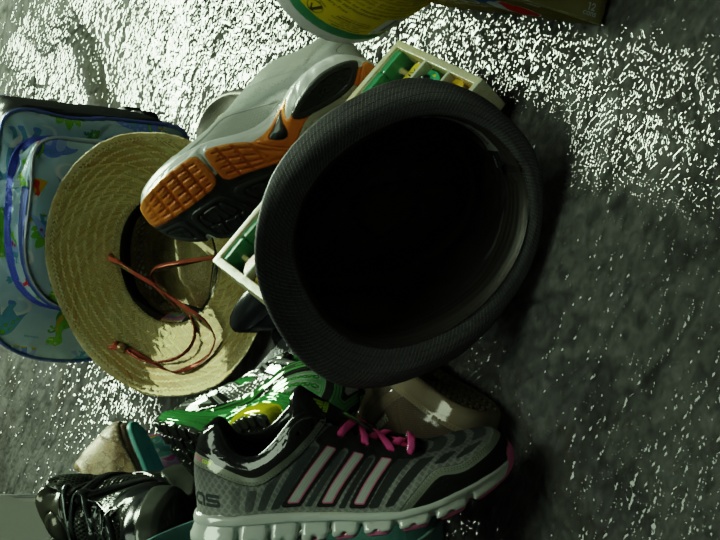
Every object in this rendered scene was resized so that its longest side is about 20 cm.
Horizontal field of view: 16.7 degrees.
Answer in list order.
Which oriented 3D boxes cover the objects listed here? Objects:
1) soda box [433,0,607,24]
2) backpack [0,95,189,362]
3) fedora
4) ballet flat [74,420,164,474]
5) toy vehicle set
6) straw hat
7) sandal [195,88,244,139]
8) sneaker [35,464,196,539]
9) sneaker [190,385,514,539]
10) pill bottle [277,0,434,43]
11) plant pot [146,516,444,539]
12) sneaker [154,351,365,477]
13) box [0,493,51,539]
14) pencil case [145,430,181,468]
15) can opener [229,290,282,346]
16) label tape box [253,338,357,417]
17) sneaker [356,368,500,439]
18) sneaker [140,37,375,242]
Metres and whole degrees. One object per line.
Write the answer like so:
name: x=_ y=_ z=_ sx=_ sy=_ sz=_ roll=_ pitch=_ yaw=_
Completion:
soda box: x=0.084 y=-0.203 z=1.583 sx=0.200 sy=0.067 sz=0.064 roll=20 pitch=95 yaw=61
backpack: x=-0.230 y=-0.028 z=1.949 sx=0.147 sy=0.182 sz=0.201 roll=26 pitch=108 yaw=60
fedora: x=0.013 y=-0.029 z=1.511 sx=0.200 sy=0.177 sz=0.090 roll=-39 pitch=21 yaw=-12
ballet flat: x=-0.150 y=0.204 z=1.749 sx=0.065 sy=0.070 sz=0.201 roll=-31 pitch=64 yaw=11
toy vehicle set: x=-0.003 y=-0.057 z=1.617 sx=0.200 sy=0.027 sz=0.124 roll=-50 pitch=31 yaw=-5
straw hat: x=-0.138 y=-0.011 z=1.863 sx=0.200 sy=0.085 sz=0.202 roll=4 pitch=102 yaw=23
sandal: x=-0.089 y=-0.083 z=1.852 sx=0.082 sy=0.054 sz=0.200 roll=-64 pitch=31 yaw=20
sneaker: x=-0.162 y=0.176 z=1.624 sx=0.199 sy=0.114 sz=0.077 roll=-95 pitch=-4 yaw=-82
sneaker: x=-0.010 y=0.109 z=1.450 sx=0.074 sy=0.199 sz=0.088 roll=-77 pitch=-24 yaw=-79
pill bottle: x=0.031 y=-0.223 z=1.500 sx=0.200 sy=0.112 sz=0.113 roll=-26 pitch=55 yaw=54
plant pot: x=-0.037 y=0.238 z=1.475 sx=0.200 sy=0.200 sz=0.162 roll=8 pitch=110 yaw=61
sneaker: x=-0.061 y=0.099 z=1.591 sx=0.200 sy=0.078 sz=0.085 roll=-12 pitch=31 yaw=54
box: x=-0.265 y=0.252 z=1.852 sx=0.200 sy=0.127 sz=0.110 roll=85 pitch=-176 yaw=-66
pencil case: x=-0.162 y=0.221 z=1.810 sx=0.087 sy=0.087 sz=0.201 roll=-36 pitch=45 yaw=50
can opener: x=0.000 y=0.000 z=1.651 sx=0.200 sy=0.079 sz=0.064 roll=-33 pitch=86 yaw=34
label tape box: x=-0.063 y=0.157 z=1.687 sx=0.200 sy=0.063 sz=0.145 roll=-48 pitch=38 yaw=40
sneaker: x=0.017 y=0.087 z=1.569 sx=0.200 sy=0.070 sz=0.076 roll=37 pitch=111 yaw=60
sneaker: x=-0.073 y=-0.098 z=1.767 sx=0.199 sy=0.076 sz=0.092 roll=-32 pitch=31 yaw=6
